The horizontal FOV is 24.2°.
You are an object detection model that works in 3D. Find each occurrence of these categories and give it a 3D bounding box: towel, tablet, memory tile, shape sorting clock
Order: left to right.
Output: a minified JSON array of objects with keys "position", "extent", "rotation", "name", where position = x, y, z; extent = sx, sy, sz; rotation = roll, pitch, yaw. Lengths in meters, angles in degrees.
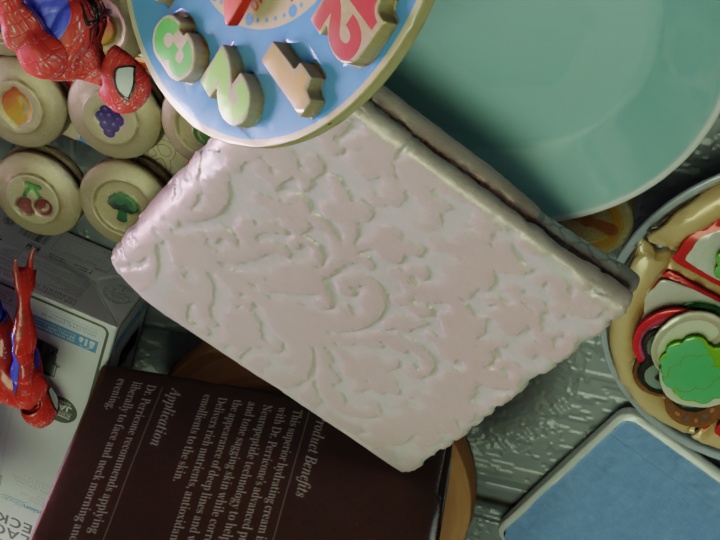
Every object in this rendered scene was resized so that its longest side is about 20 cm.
[{"position":[-0.143,-0.079,0.820],"extent":[0.200,0.017,0.154],"rotation":[7,124,15],"name":"memory tile"},{"position":[-0.035,-0.148,0.662],"extent":[0.200,0.039,0.200],"rotation":[1,92,43],"name":"shape sorting clock"},{"position":[0.000,0.000,0.780],"extent":[0.191,0.032,0.200],"rotation":[35,139,-11],"name":"towel"},{"position":[0.191,0.168,0.952],"extent":[0.200,0.014,0.130],"rotation":[36,126,-6],"name":"tablet"}]

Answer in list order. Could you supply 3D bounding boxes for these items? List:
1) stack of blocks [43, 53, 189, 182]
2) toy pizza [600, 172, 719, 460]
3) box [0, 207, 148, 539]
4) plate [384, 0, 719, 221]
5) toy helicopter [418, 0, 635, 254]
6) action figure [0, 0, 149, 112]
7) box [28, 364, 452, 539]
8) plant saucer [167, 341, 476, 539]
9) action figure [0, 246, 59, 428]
[{"position":[-0.078,-0.142,0.804],"extent":[0.115,0.059,0.200],"rotation":[23,127,3],"name":"stack of blocks"},{"position":[0.218,0.031,0.823],"extent":[0.200,0.032,0.200],"rotation":[4,128,6],"name":"toy pizza"},{"position":[-0.201,0.068,0.983],"extent":[0.116,0.060,0.200],"rotation":[24,127,1],"name":"box"},{"position":[0.059,-0.108,0.705],"extent":[0.200,0.026,0.200],"rotation":[9,129,11],"name":"plate"},{"position":[0.053,-0.076,0.798],"extent":[0.132,0.079,0.200],"rotation":[-31,113,32],"name":"toy helicopter"},{"position":[-0.158,-0.150,0.724],"extent":[0.052,0.065,0.200],"rotation":[-27,108,27],"name":"action figure"},{"position":[-0.065,0.176,0.894],"extent":[0.200,0.166,0.164],"rotation":[10,130,5],"name":"box"},{"position":[-0.033,0.121,0.982],"extent":[0.200,0.032,0.201],"rotation":[9,124,13],"name":"plant saucer"},{"position":[-0.202,0.012,0.870],"extent":[0.065,0.052,0.200],"rotation":[9,136,30],"name":"action figure"}]
